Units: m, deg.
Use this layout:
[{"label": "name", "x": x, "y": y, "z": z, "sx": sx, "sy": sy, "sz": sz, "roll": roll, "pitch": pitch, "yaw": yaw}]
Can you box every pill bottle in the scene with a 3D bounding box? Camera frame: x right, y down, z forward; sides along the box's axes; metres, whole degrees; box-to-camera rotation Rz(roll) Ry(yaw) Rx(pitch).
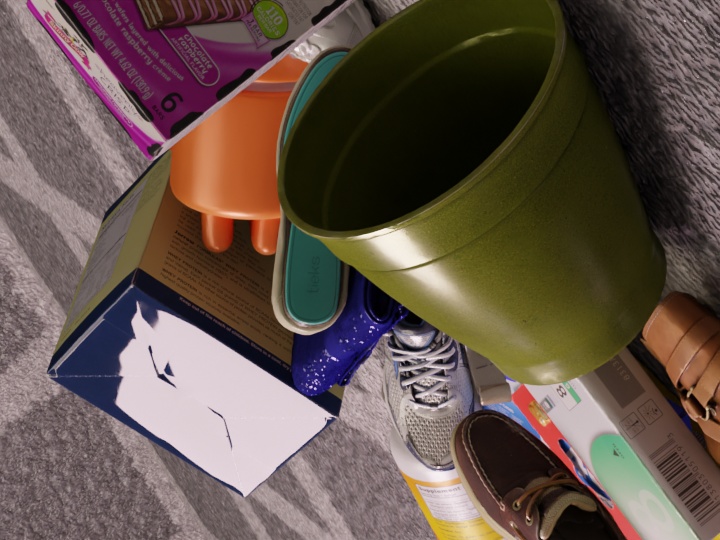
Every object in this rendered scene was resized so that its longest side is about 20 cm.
[{"label": "pill bottle", "x": 0.091, "y": 0.162, "z": 1.811, "sx": 0.111, "sy": 0.111, "sz": 0.201, "roll": 32, "pitch": 155, "yaw": 52}]

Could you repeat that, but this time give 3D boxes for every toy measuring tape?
[{"label": "toy measuring tape", "x": 0.077, "y": -0.002, "z": 1.472, "sx": 0.074, "sy": 0.073, "sz": 0.201, "roll": 69, "pitch": -171, "yaw": -48}]

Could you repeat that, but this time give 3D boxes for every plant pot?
[{"label": "plant pot", "x": 0.086, "y": -0.038, "z": 1.266, "sx": 0.193, "sy": 0.201, "sz": 0.200, "roll": 47, "pitch": 170, "yaw": -33}]

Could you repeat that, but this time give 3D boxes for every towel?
[{"label": "towel", "x": 0.000, "y": 0.000, "z": 1.536, "sx": 0.049, "sy": 0.149, "sz": 0.200, "roll": 11, "pitch": 158, "yaw": -14}]

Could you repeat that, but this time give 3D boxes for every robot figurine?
[{"label": "robot figurine", "x": -0.086, "y": -0.115, "z": 1.575, "sx": 0.143, "sy": 0.116, "sz": 0.202, "roll": 17, "pitch": 112, "yaw": 29}]

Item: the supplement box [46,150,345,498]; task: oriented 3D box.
[{"label": "supplement box", "x": -0.116, "y": 0.031, "z": 1.689, "sx": 0.199, "sy": 0.201, "sz": 0.134, "roll": 34, "pitch": 129, "yaw": -19}]

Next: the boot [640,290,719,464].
[{"label": "boot", "x": 0.236, "y": 0.072, "z": 1.260, "sx": 0.155, "sy": 0.073, "sz": 0.200, "roll": 53, "pitch": 163, "yaw": 11}]

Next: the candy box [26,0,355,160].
[{"label": "candy box", "x": -0.102, "y": -0.189, "z": 1.395, "sx": 0.137, "sy": 0.200, "sz": 0.061, "roll": 51, "pitch": 160, "yaw": -4}]

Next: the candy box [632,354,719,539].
[{"label": "candy box", "x": 0.203, "y": 0.106, "z": 1.516, "sx": 0.200, "sy": 0.026, "sz": 0.102, "roll": 46, "pitch": 164, "yaw": 23}]

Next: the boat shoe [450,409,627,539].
[{"label": "boat shoe", "x": 0.136, "y": 0.166, "z": 1.425, "sx": 0.201, "sy": 0.072, "sz": 0.072, "roll": 54, "pitch": 159, "yaw": 21}]

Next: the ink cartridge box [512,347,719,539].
[{"label": "ink cartridge box", "x": 0.162, "y": 0.129, "z": 1.415, "sx": 0.161, "sy": 0.050, "sz": 0.200, "roll": 53, "pitch": 156, "yaw": 8}]

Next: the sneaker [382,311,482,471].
[{"label": "sneaker", "x": 0.043, "y": 0.053, "z": 1.566, "sx": 0.085, "sy": 0.076, "sz": 0.202, "roll": -14, "pitch": -83, "yaw": -79}]

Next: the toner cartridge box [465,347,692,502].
[{"label": "toner cartridge box", "x": 0.158, "y": 0.104, "z": 1.506, "sx": 0.200, "sy": 0.043, "sz": 0.096, "roll": 32, "pitch": 148, "yaw": 46}]

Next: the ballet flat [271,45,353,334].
[{"label": "ballet flat", "x": -0.029, "y": -0.056, "z": 1.472, "sx": 0.069, "sy": 0.202, "sz": 0.069, "roll": 11, "pitch": -179, "yaw": 0}]

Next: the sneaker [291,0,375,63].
[{"label": "sneaker", "x": -0.064, "y": -0.187, "z": 1.485, "sx": 0.201, "sy": 0.099, "sz": 0.078, "roll": 53, "pitch": 165, "yaw": -4}]
